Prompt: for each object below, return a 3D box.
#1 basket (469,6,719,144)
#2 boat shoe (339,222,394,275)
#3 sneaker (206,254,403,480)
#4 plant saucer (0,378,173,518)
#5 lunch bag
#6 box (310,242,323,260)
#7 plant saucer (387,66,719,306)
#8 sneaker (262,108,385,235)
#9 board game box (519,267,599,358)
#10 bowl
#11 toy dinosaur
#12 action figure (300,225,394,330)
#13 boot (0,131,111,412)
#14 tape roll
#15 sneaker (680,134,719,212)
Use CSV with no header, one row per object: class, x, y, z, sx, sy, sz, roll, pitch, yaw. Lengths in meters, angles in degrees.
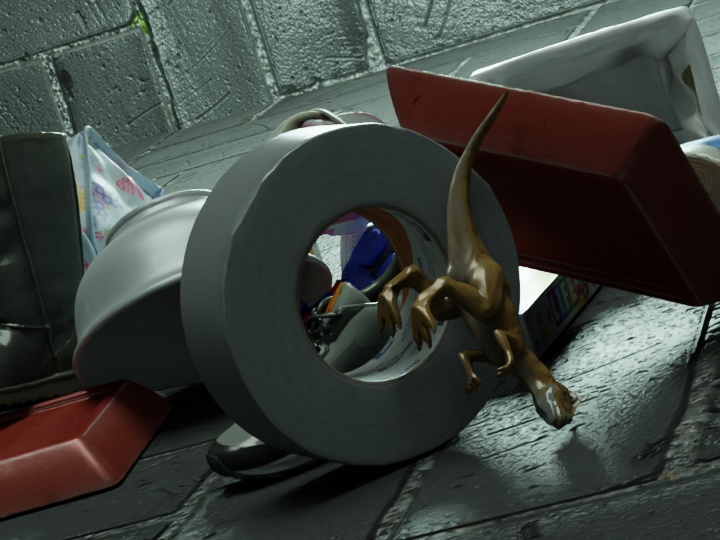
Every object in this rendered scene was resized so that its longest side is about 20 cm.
basket,0.203,-0.135,2.141,0.198,0.137,0.123,-17,6,8
boat shoe,0.039,-0.007,1.908,0.070,0.073,0.200,4,4,13
sneaker,-0.021,0.060,1.585,0.200,0.080,0.074,-38,22,-19
plant saucer,-0.245,0.131,1.770,0.198,0.037,0.200,-16,9,10
lunch bag,-0.246,0.012,1.999,0.169,0.127,0.201,-29,43,24
box,-0.092,-0.009,2.062,0.112,0.102,0.200,-19,10,-4
plant saucer,0.127,-0.044,1.573,0.198,0.200,0.037,14,67,34
sneaker,-0.024,-0.071,1.772,0.088,0.081,0.200,-55,-8,36
board game box,0.082,0.031,1.735,0.133,0.034,0.200,-14,11,22
bowl,-0.128,0.004,1.835,0.200,0.091,0.201,-20,-22,-9
toy dinosaur,0.064,0.006,1.472,0.106,0.201,0.060,-13,-11,-29
action figure,0.000,0.000,1.766,0.200,0.065,0.099,-50,-13,5
boot,-0.275,0.004,1.864,0.181,0.202,0.072,-11,-3,-36
tape roll,-0.005,0.014,1.500,0.199,0.202,0.066,-22,12,-25
sneaker,0.302,-0.074,1.780,0.199,0.077,0.111,-4,22,39
